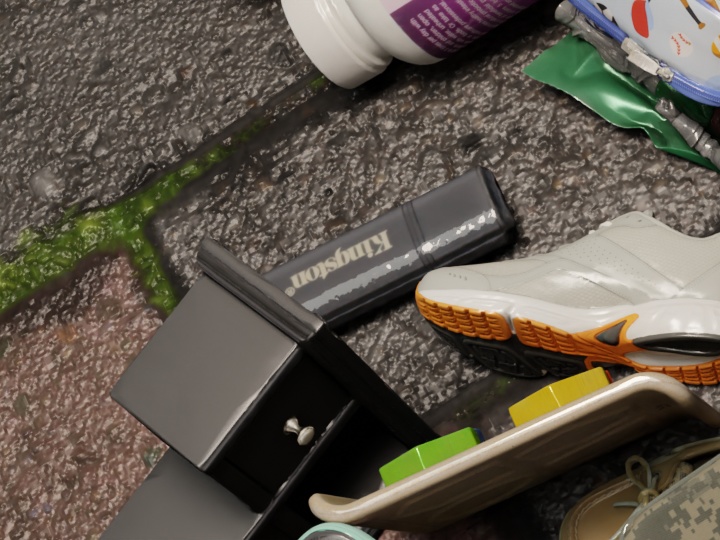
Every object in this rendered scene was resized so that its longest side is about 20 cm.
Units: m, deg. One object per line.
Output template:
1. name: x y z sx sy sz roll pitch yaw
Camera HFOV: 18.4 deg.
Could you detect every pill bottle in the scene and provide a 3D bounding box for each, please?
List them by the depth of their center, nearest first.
1. pill bottle: 0.052 -0.195 1.346 0.200 0.112 0.113 -31 58 23

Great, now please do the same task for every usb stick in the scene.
1. usb stick: 0.000 0.000 1.336 0.199 0.033 0.056 -26 61 10

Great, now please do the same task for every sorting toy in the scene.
1. sorting toy: 0.085 0.093 1.171 0.199 0.185 0.037 -21 77 11

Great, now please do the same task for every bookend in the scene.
1. bookend: -0.074 0.117 1.217 0.092 0.200 0.199 35 83 31

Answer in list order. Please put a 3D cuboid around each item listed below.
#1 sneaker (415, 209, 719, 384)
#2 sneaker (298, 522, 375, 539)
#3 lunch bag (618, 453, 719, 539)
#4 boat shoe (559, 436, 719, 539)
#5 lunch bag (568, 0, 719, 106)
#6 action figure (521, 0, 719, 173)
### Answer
1. sneaker: 0.132 0.008 1.263 0.199 0.076 0.092 5 62 16
2. sneaker: 0.054 0.207 1.110 0.078 0.140 0.200 -44 67 4
3. lunch bag: 0.252 0.158 1.085 0.200 0.168 0.140 -36 47 5
4. boat shoe: 0.196 0.118 1.184 0.199 0.063 0.074 -19 62 14
5. lunch bag: 0.214 -0.168 1.246 0.200 0.076 0.160 -27 57 -35
6. action figure: 0.202 -0.105 1.290 0.118 0.055 0.200 -45 63 -5
